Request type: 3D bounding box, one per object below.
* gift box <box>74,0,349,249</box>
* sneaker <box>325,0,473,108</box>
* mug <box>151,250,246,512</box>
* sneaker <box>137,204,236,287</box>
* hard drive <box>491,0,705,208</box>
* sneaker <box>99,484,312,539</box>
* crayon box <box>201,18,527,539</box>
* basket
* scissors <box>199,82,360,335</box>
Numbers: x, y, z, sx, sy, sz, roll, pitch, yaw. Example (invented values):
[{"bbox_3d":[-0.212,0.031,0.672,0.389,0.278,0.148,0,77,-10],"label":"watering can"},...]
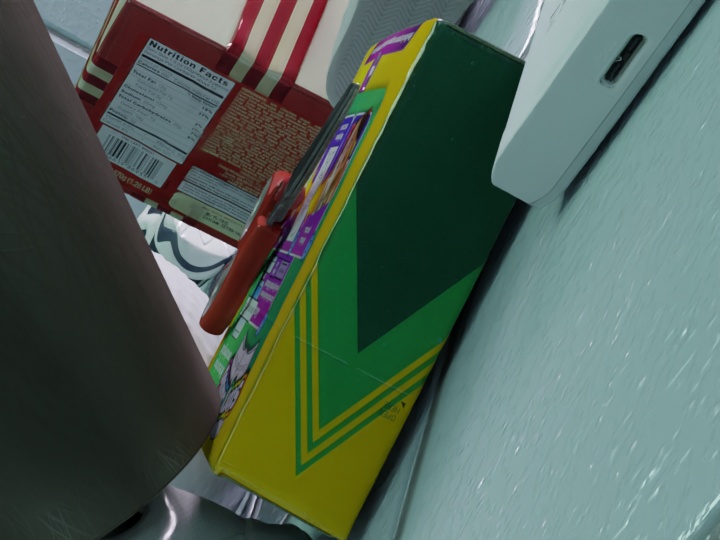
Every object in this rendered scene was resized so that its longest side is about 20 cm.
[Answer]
[{"bbox_3d":[-0.069,-0.136,1.450,0.200,0.184,0.187,-43,22,52],"label":"gift box"},{"bbox_3d":[0.041,-0.175,1.242,0.116,0.073,0.200,-74,12,-45],"label":"sneaker"},{"bbox_3d":[-0.116,0.078,1.103,0.175,0.147,0.201,71,180,-76],"label":"mug"},{"bbox_3d":[-0.128,-0.054,1.970,0.130,0.079,0.200,-43,29,45],"label":"sneaker"},{"bbox_3d":[0.099,-0.127,0.837,0.132,0.027,0.200,-56,10,42],"label":"hard drive"},{"bbox_3d":[-0.076,0.143,0.855,0.075,0.087,0.200,-57,10,28],"label":"sneaker"},{"bbox_3d":[0.000,0.000,0.952,0.173,0.058,0.200,-64,7,-1],"label":"crayon box"},{"bbox_3d":[-0.145,-0.006,0.875,0.136,0.201,0.180,-10,30,48],"label":"basket"},{"bbox_3d":[-0.031,-0.018,0.961,0.073,0.014,0.200,-63,6,-13],"label":"scissors"}]
